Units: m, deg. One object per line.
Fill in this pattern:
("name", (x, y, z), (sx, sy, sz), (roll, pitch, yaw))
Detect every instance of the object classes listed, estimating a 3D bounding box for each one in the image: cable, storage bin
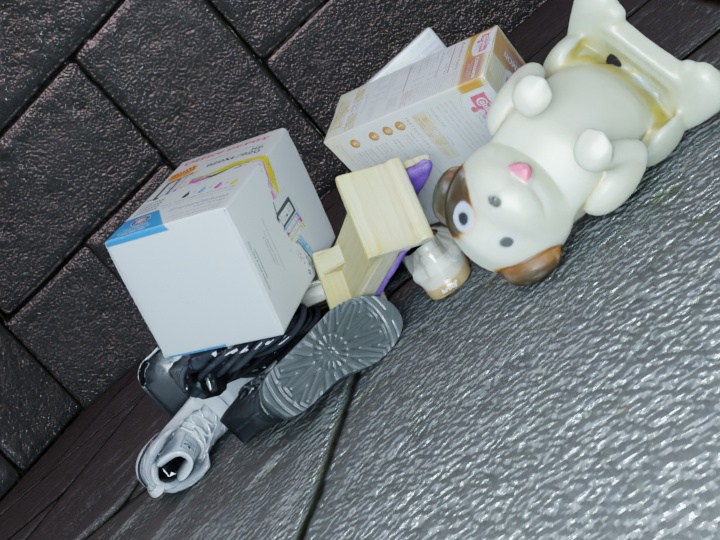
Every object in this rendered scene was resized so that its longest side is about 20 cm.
("cable", (-0.108, 0.083, 0.978), (0.162, 0.051, 0.200), (-33, -11, 13))
("storage bin", (-0.182, 0.110, 1.153), (0.200, 0.135, 0.094), (-44, 9, -13))

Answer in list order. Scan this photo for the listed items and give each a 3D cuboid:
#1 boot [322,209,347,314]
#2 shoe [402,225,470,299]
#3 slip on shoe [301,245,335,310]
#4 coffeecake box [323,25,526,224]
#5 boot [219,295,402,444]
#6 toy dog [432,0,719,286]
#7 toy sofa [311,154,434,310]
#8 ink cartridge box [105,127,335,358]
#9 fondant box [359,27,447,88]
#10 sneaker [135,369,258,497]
("boot", (0.002, 0.000, 1.110), (0.206, 0.073, 0.154), (-67, -15, 2))
("shoe", (0.077, -0.023, 0.924), (0.070, 0.053, 0.200), (-41, 9, 7))
("slip on shoe", (-0.100, 0.035, 1.021), (0.198, 0.061, 0.076), (-24, -13, 13))
("coffeecake box", (0.090, -0.133, 0.881), (0.198, 0.153, 0.074), (-14, 46, 40))
("boot", (-0.055, 0.105, 0.903), (0.164, 0.066, 0.200), (-32, -7, -25))
("toy dog", (0.145, -0.089, 0.685), (0.200, 0.140, 0.194), (-45, -4, -16))
("toy sofa", (0.019, -0.026, 0.857), (0.096, 0.084, 0.200), (-16, -17, -17))
("ink cartridge box", (-0.139, -0.033, 0.934), (0.145, 0.146, 0.201), (-14, 26, 22))
("fondant box", (0.097, -0.190, 1.142), (0.144, 0.200, 0.058), (-40, 10, 9))
("sneaker", (-0.187, 0.185, 1.042), (0.200, 0.075, 0.115), (-49, 11, -10))
